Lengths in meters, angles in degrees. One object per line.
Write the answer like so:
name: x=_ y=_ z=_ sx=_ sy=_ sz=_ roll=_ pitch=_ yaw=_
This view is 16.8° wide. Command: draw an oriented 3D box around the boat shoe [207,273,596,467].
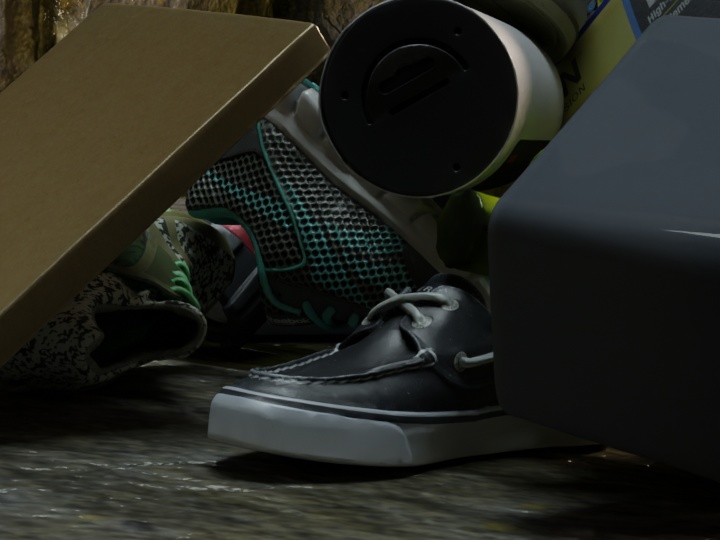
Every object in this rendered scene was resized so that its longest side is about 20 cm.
boat shoe: x=0.026 y=0.035 z=0.928 sx=0.199 sy=0.068 sz=0.072 roll=-1 pitch=7 yaw=-39

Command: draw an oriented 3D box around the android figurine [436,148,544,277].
android figurine: x=0.129 y=0.019 z=0.943 sx=0.199 sy=0.041 sz=0.182 roll=13 pitch=29 yaw=-30

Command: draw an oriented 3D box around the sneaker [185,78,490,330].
sneaker: x=0.000 y=0.000 z=1.090 sx=0.200 sy=0.091 sz=0.078 roll=46 pitch=8 yaw=23

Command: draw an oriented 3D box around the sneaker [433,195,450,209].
sneaker: x=0.047 y=-0.016 z=1.222 sx=0.099 sy=0.070 sz=0.200 roll=-12 pitch=38 yaw=-29

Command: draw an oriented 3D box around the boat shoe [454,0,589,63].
boat shoe: x=0.079 y=-0.146 z=1.184 sx=0.075 sy=0.068 sz=0.200 roll=40 pitch=-1 yaw=-9

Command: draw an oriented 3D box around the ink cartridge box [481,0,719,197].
ink cartridge box: x=0.127 y=-0.079 z=1.118 sx=0.047 sy=0.198 sz=0.200 roll=19 pitch=36 yaw=-29

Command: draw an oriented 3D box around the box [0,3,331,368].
box: x=-0.126 y=-0.037 z=0.982 sx=0.200 sy=0.021 sz=0.163 roll=-44 pitch=31 yaw=-23

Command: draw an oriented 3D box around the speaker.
speaker: x=0.038 y=-0.072 z=1.034 sx=0.081 sy=0.082 sz=0.200 roll=4 pitch=3 yaw=9

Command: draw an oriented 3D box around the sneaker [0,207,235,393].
sneaker: x=-0.098 y=0.022 z=1.058 sx=0.088 sy=0.077 sz=0.200 roll=16 pitch=18 yaw=25

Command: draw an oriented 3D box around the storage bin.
storage bin: x=0.132 y=-0.018 z=0.812 sx=0.134 sy=0.146 sz=0.200 roll=11 pitch=35 yaw=24

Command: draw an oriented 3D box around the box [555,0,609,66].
box: x=0.181 y=-0.093 z=1.297 sx=0.199 sy=0.123 sz=0.192 roll=25 pitch=-22 yaw=-27

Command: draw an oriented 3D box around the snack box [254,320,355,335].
snack box: x=-0.015 y=0.002 z=1.334 sx=0.199 sy=0.053 sz=0.142 roll=0 pitch=8 yaw=-26

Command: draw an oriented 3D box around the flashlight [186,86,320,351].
flashlight: x=-0.024 y=-0.048 z=1.224 sx=0.200 sy=0.068 sz=0.068 roll=-47 pitch=9 yaw=-28
